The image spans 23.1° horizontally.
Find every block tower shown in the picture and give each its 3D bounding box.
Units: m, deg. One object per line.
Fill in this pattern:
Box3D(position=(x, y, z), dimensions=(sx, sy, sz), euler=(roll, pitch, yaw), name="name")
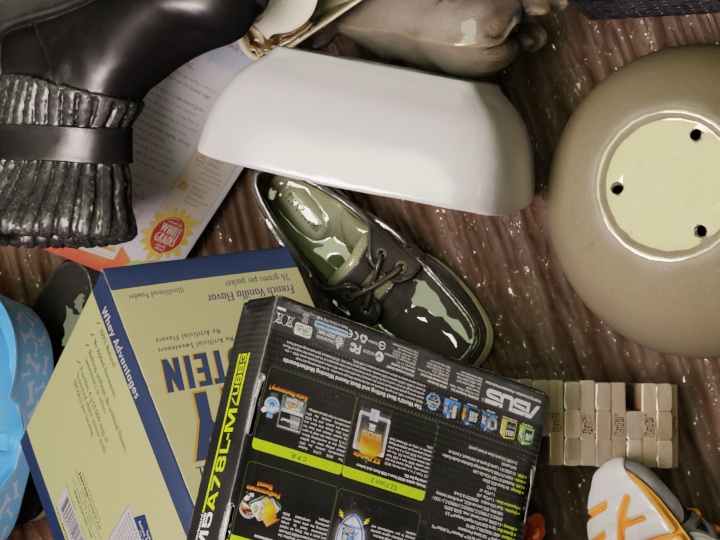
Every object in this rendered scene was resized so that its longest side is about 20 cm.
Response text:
Box3D(position=(0.101, 0.094, 1.102), dimensions=(0.198, 0.054, 0.058), euler=(1, 85, -9), name="block tower")

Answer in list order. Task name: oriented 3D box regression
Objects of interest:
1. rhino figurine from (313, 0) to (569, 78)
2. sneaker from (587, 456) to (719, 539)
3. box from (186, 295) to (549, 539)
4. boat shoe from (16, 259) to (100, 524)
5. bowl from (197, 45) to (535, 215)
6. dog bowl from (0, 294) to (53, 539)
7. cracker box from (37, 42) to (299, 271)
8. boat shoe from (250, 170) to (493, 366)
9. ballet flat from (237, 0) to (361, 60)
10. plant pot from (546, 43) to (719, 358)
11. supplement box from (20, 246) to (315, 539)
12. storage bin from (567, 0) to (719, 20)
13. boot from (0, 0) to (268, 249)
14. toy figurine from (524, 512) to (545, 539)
Box3D(position=(0.035, -0.166, 1.148), dimensions=(0.199, 0.087, 0.060), euler=(16, 122, 43), name="rhino figurine")
Box3D(position=(0.214, 0.193, 1.079), dimensions=(0.201, 0.077, 0.078), euler=(53, 143, -3), name="sneaker")
Box3D(position=(0.004, 0.135, 0.988), dimensions=(0.047, 0.199, 0.195), euler=(-6, 67, 58), name="box")
Box3D(position=(-0.227, 0.085, 1.259), dimensions=(0.073, 0.063, 0.203), euler=(21, 93, 24), name="boat shoe")
Box3D(position=(0.012, -0.092, 1.104), dimensions=(0.198, 0.200, 0.075), euler=(11, 97, 12), name="bowl")
Box3D(position=(-0.270, 0.108, 1.215), dimensions=(0.111, 0.049, 0.202), euler=(17, 95, 35), name="dog bowl")
Box3D(position=(-0.140, -0.095, 1.194), dimensions=(0.201, 0.134, 0.058), euler=(-56, 47, 9), name="cracker box")
Box3D(position=(0.000, -0.001, 1.180), dimensions=(0.201, 0.066, 0.072), euler=(42, 100, 16), name="boat shoe")
Box3D(position=(-0.003, -0.194, 1.094), dimensions=(0.199, 0.069, 0.070), euler=(-33, 78, 25), name="ballet flat")
Box3D(position=(0.199, -0.046, 1.078), dimensions=(0.198, 0.134, 0.202), euler=(-1, 88, 19), name="plant pot")
Box3D(position=(-0.100, 0.128, 1.106), dimensions=(0.201, 0.133, 0.200), euler=(64, 143, 26), name="supplement box")
Box3D(position=(0.165, -0.233, 1.061), dimensions=(0.093, 0.200, 0.137), euler=(0, 88, 18), name="storage bin")
Box3D(position=(-0.144, -0.097, 1.069), dimensions=(0.210, 0.079, 0.159), euler=(-10, 72, 35), name="boot")
Box3D(position=(0.061, 0.185, 1.132), dimensions=(0.198, 0.150, 0.185), euler=(-21, 71, -3), name="toy figurine")
